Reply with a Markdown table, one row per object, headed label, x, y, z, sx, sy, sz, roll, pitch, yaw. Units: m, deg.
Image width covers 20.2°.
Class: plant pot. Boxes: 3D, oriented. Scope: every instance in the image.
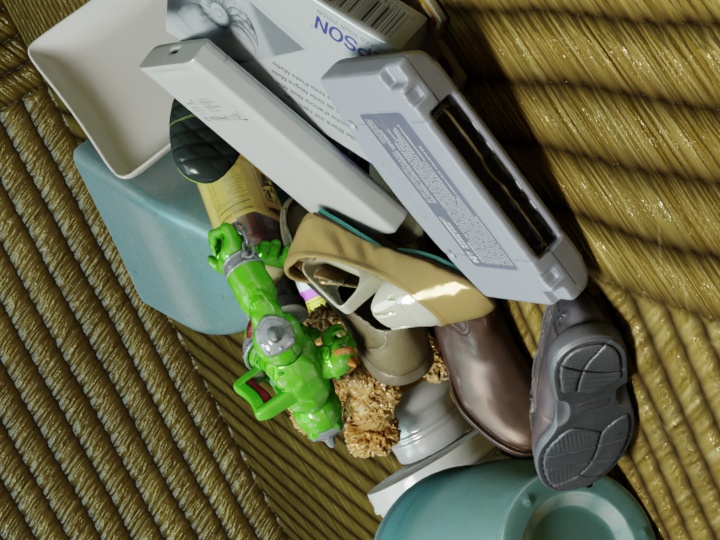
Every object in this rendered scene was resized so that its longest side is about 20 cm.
| label | x | y | z | sx | sy | sz | roll | pitch | yaw |
| --- | --- | --- | --- | --- | --- | --- | --- | --- | --- |
| plant pot | 0.131 | 0.233 | 1.571 | 0.200 | 0.200 | 0.188 | 59 | 154 | 4 |
| plant pot | -0.117 | -0.054 | 1.912 | 0.200 | 0.196 | 0.196 | 35 | 153 | 51 |

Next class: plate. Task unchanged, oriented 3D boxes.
| label | x | y | z | sx | sy | sz | roll | pitch | yaw |
| --- | --- | --- | --- | --- | --- | --- | --- | --- | --- |
| plate | -0.167 | -0.187 | 1.756 | 0.200 | 0.200 | 0.032 | 51 | 175 | 36 |

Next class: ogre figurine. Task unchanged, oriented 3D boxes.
| label | x | y | z | sx | sy | sz | roll | pitch | yaw |
| --- | --- | --- | --- | --- | --- | --- | --- | --- | --- |
| ogre figurine | -0.060 | 0.063 | 1.615 | 0.120 | 0.098 | 0.200 | -117 | 20 | -47 |

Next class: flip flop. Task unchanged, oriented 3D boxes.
| label | x | y | z | sx | sy | sz | roll | pitch | yaw |
| --- | --- | --- | --- | --- | --- | --- | --- | --- | --- |
| flip flop | 0.019 | -0.072 | 1.582 | 0.081 | 0.058 | 0.200 | 57 | 170 | 14 |

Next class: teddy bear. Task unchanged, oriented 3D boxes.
| label | x | y | z | sx | sy | sz | roll | pitch | yaw |
| --- | --- | --- | --- | --- | --- | --- | --- | --- | --- |
| teddy bear | 0.002 | 0.073 | 1.726 | 0.145 | 0.200 | 0.067 | 37 | -151 | 6 |

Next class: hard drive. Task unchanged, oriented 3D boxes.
| label | x | y | z | sx | sy | sz | roll | pitch | yaw |
| --- | --- | --- | --- | --- | --- | --- | --- | --- | --- |
| hard drive | -0.066 | -0.099 | 1.514 | 0.200 | 0.027 | 0.132 | 40 | 168 | -20 |

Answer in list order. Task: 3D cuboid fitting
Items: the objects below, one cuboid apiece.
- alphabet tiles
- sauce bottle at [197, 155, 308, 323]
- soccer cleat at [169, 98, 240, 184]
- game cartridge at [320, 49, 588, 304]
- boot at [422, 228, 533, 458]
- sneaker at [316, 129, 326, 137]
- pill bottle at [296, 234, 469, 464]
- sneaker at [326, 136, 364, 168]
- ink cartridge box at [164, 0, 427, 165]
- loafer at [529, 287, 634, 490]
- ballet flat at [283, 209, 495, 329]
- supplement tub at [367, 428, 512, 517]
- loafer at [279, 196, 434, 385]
| label | x | y | z | sx | sy | sz | roll | pitch | yaw |
| --- | --- | --- | --- | --- | --- | --- | --- | --- | --- |
| alphabet tiles | 0.015 | -0.198 | 1.426 | 0.200 | 0.006 | 0.166 | 58 | 168 | 11 |
| sauce bottle | -0.093 | -0.034 | 1.747 | 0.066 | 0.066 | 0.200 | 79 | 170 | -58 |
| soccer cleat | -0.110 | -0.168 | 1.646 | 0.067 | 0.200 | 0.081 | 16 | 157 | -4 |
| game cartridge | 0.059 | -0.063 | 1.346 | 0.200 | 0.041 | 0.133 | 52 | 159 | -18 |
| boot | 0.097 | 0.034 | 1.529 | 0.186 | 0.064 | 0.200 | 54 | 162 | 20 |
| sneaker | -0.041 | -0.136 | 1.596 | 0.106 | 0.075 | 0.200 | 19 | 157 | 24 |
| pill bottle | 0.020 | 0.070 | 1.815 | 0.200 | 0.104 | 0.104 | 61 | 168 | -6 |
| sneaker | -0.065 | -0.128 | 1.771 | 0.200 | 0.071 | 0.098 | 53 | 164 | 26 |
| ink cartridge box | -0.052 | -0.159 | 1.448 | 0.199 | 0.041 | 0.200 | 33 | 152 | 13 |
| loafer | 0.152 | 0.081 | 1.413 | 0.200 | 0.072 | 0.063 | 87 | 171 | -54 |
| ballet flat | 0.018 | 0.012 | 1.491 | 0.200 | 0.063 | 0.069 | 23 | 165 | 47 |
| supplement tub | 0.108 | 0.254 | 1.787 | 0.200 | 0.145 | 0.145 | 60 | 168 | 1 |
| loafer | 0.000 | 0.000 | 1.631 | 0.200 | 0.076 | 0.067 | 53 | 158 | 28 |
